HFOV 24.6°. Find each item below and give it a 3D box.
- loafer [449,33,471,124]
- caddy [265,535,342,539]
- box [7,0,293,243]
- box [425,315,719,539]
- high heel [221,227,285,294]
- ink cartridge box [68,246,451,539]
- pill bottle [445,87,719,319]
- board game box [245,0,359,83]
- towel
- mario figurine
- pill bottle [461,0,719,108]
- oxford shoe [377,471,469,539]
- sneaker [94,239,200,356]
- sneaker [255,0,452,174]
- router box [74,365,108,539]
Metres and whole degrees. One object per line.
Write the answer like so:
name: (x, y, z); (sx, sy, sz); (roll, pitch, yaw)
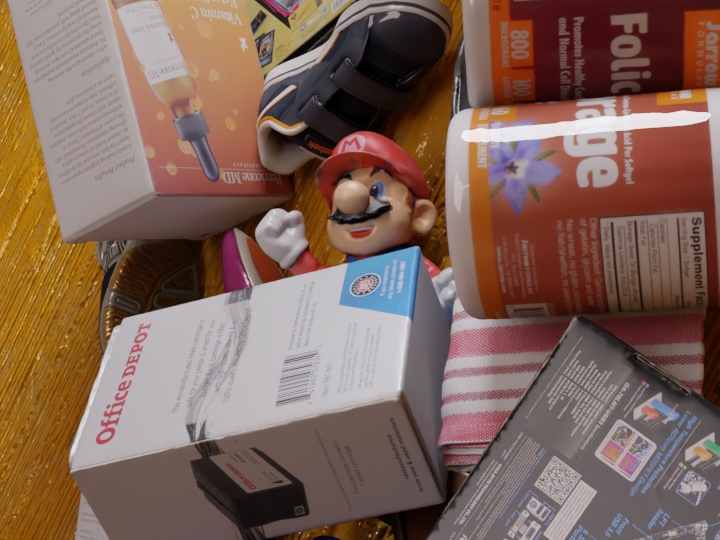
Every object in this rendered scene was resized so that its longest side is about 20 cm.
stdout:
loafer: (0.082, -0.116, 1.000); (0.072, 0.073, 0.201); (-15, 31, 15)
caddy: (-0.034, 0.228, 0.951); (0.200, 0.140, 0.106); (38, 110, 62)
box: (-0.157, -0.132, 1.238); (0.106, 0.152, 0.202); (-23, 78, 37)
box: (0.132, 0.158, 0.804); (0.198, 0.050, 0.201); (34, 90, 27)
high heel: (-0.086, 0.064, 1.166); (0.096, 0.067, 0.201); (-36, 49, 18)
ink cartridge box: (-0.051, 0.078, 0.957); (0.198, 0.084, 0.146); (-14, 32, 15)
pill bottle: (0.148, -0.036, 0.856); (0.198, 0.112, 0.113); (-4, 63, 11)
board game box: (-0.066, -0.201, 1.312); (0.199, 0.034, 0.137); (-34, 48, 35)
towel: (0.123, 0.020, 0.923); (0.145, 0.030, 0.202); (-4, 55, 21)
mario figurine: (0.000, 0.000, 1.063); (0.106, 0.122, 0.202); (129, 142, -61)
pill bottle: (0.156, -0.145, 0.890); (0.198, 0.114, 0.115); (-2, 64, 7)
oxford shoe: (0.063, 0.161, 0.947); (0.071, 0.071, 0.201); (-45, 41, 17)
sneaker: (-0.175, -0.001, 1.316); (0.087, 0.075, 0.202); (-30, 40, 44)
sneaker: (-0.006, -0.125, 1.169); (0.199, 0.078, 0.080); (-28, 46, 52)
router box: (-0.139, 0.156, 1.147); (0.199, 0.048, 0.182); (-9, 72, 61)
